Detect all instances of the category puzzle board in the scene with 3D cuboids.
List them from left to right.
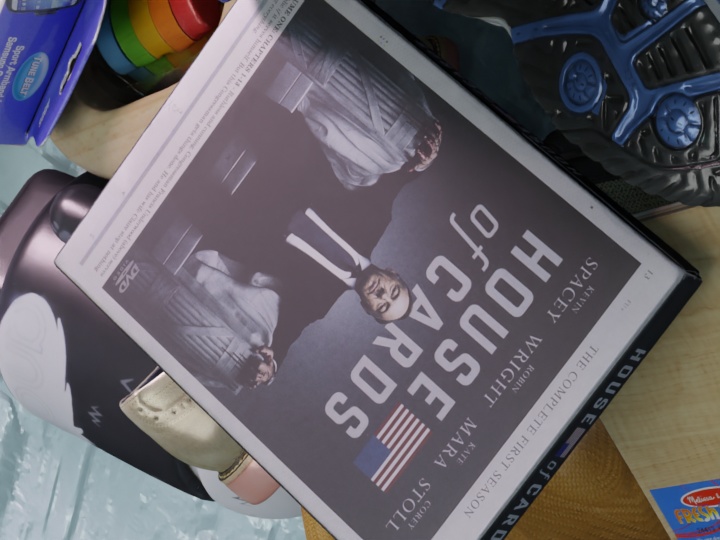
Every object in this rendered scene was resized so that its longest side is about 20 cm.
[{"bbox_3d":[0.160,0.034,0.834,0.200,0.017,0.151,-16,111,45],"label":"puzzle board"}]

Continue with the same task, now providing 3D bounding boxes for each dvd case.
[{"bbox_3d":[0.000,0.000,0.869,0.200,0.025,0.150,42,102,26],"label":"dvd case"}]

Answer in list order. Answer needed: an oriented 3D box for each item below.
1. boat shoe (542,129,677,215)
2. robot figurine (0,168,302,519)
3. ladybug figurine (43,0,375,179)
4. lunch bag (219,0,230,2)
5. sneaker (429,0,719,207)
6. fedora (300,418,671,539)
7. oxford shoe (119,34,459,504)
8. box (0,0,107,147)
[{"bbox_3d":[0.101,-0.034,0.922,0.200,0.073,0.065,-2,86,49],"label":"boat shoe"},{"bbox_3d":[-0.071,0.025,1.056,0.200,0.150,0.125,23,109,30],"label":"robot figurine"},{"bbox_3d":[-0.063,-0.102,0.998,0.200,0.072,0.136,-12,76,49],"label":"ladybug figurine"},{"bbox_3d":[-0.044,-0.183,0.784,0.170,0.200,0.128,-34,69,18],"label":"lunch bag"},{"bbox_3d":[0.090,-0.091,0.848,0.200,0.077,0.076,52,126,41],"label":"sneaker"},{"bbox_3d":[0.077,0.089,0.974,0.200,0.082,0.201,6,115,13],"label":"fedora"},{"bbox_3d":[-0.023,-0.015,0.947,0.074,0.200,0.071,29,158,-12],"label":"oxford shoe"},{"bbox_3d":[-0.152,-0.147,1.021,0.119,0.041,0.200,-59,38,41],"label":"box"}]
